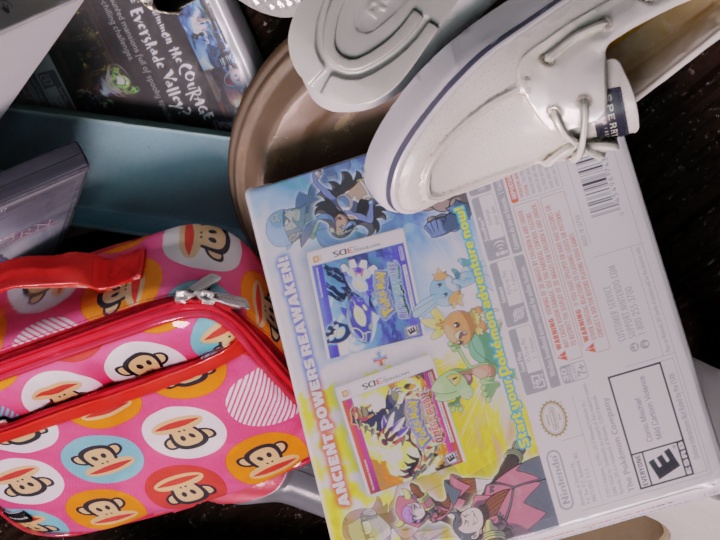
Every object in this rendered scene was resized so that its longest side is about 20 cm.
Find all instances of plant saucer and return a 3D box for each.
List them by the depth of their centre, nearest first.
[{"bbox_3d":[0.033,-0.047,0.984,0.199,0.030,0.201,-2,121,-3],"label":"plant saucer"},{"bbox_3d":[-0.147,-0.055,1.024,0.199,0.019,0.070,8,126,6],"label":"plant saucer"}]

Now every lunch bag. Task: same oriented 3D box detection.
[{"bbox_3d":[-0.128,0.052,1.011,0.199,0.082,0.176,-19,137,18],"label":"lunch bag"}]

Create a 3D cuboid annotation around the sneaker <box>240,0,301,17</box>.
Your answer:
[{"bbox_3d":[-0.015,-0.193,0.891,0.078,0.080,0.200,31,150,-3],"label":"sneaker"}]

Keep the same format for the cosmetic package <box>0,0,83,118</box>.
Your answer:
[{"bbox_3d":[-0.272,-0.121,0.927,0.200,0.123,0.199,47,127,3],"label":"cosmetic package"}]

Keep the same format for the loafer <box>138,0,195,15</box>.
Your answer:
[{"bbox_3d":[-0.093,-0.157,0.871,0.199,0.070,0.075,7,135,42],"label":"loafer"}]

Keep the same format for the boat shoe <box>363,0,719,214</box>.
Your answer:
[{"bbox_3d":[0.094,-0.083,0.877,0.070,0.200,0.071,45,164,31],"label":"boat shoe"}]

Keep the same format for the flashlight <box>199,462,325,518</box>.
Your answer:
[{"bbox_3d":[-0.016,0.128,1.132,0.199,0.068,0.068,22,123,-9],"label":"flashlight"}]

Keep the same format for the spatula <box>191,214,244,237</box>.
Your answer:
[{"bbox_3d":[-0.134,0.020,1.102,0.199,0.021,0.057,-27,118,29],"label":"spatula"}]

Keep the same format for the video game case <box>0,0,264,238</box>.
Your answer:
[{"bbox_3d":[-0.144,-0.112,1.008,0.181,0.023,0.201,-12,121,21],"label":"video game case"}]

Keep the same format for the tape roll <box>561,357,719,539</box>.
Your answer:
[{"bbox_3d":[0.109,0.103,1.022,0.201,0.071,0.203,4,156,2],"label":"tape roll"}]

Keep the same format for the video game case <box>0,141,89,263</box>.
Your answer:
[{"bbox_3d":[-0.215,0.005,0.996,0.019,0.142,0.200,60,157,9],"label":"video game case"}]

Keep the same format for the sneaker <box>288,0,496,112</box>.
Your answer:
[{"bbox_3d":[0.046,-0.152,0.888,0.200,0.080,0.076,-43,82,2],"label":"sneaker"}]

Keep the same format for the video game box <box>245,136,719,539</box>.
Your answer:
[{"bbox_3d":[0.057,0.032,0.917,0.181,0.201,0.047,-16,164,6],"label":"video game box"}]
